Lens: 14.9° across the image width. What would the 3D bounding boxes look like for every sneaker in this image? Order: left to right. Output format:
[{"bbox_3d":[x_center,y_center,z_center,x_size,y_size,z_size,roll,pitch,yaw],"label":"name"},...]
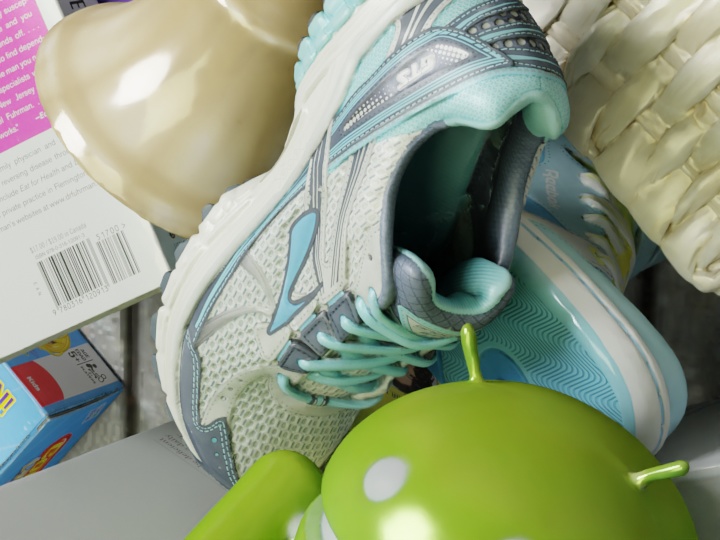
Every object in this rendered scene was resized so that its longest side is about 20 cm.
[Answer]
[{"bbox_3d":[0.000,0.000,0.825,0.086,0.078,0.200,54,132,41],"label":"sneaker"},{"bbox_3d":[0.076,-0.008,0.908,0.200,0.131,0.080,39,139,50],"label":"sneaker"}]

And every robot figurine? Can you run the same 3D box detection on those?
[{"bbox_3d":[0.027,0.119,0.794,0.175,0.116,0.200,30,114,23],"label":"robot figurine"}]

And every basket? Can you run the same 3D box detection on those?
[{"bbox_3d":[0.154,-0.101,0.865,0.200,0.123,0.136,-45,77,28],"label":"basket"}]

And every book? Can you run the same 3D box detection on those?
[{"bbox_3d":[-0.149,-0.067,0.969,0.134,0.048,0.200,-23,88,29],"label":"book"}]

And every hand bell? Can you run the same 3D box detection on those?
[{"bbox_3d":[-0.007,-0.108,0.831,0.104,0.104,0.200,49,126,13],"label":"hand bell"}]

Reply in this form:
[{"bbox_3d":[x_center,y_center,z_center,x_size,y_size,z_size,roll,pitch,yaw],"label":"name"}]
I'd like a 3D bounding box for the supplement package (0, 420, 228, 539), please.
[{"bbox_3d":[-0.071,0.139,0.994,0.117,0.200,0.117,36,115,20],"label":"supplement package"}]

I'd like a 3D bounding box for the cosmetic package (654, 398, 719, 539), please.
[{"bbox_3d":[0.156,0.142,0.887,0.165,0.165,0.200,-14,91,32],"label":"cosmetic package"}]

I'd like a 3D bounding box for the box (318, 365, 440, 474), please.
[{"bbox_3d":[-0.006,0.067,0.950,0.050,0.200,0.075,30,117,-18],"label":"box"}]

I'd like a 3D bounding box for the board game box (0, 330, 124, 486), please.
[{"bbox_3d":[-0.227,0.043,1.148,0.200,0.056,0.196,50,118,12],"label":"board game box"}]

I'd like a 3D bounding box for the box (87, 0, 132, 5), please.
[{"bbox_3d":[-0.057,-0.119,0.993,0.200,0.104,0.148,-33,82,31],"label":"box"}]
